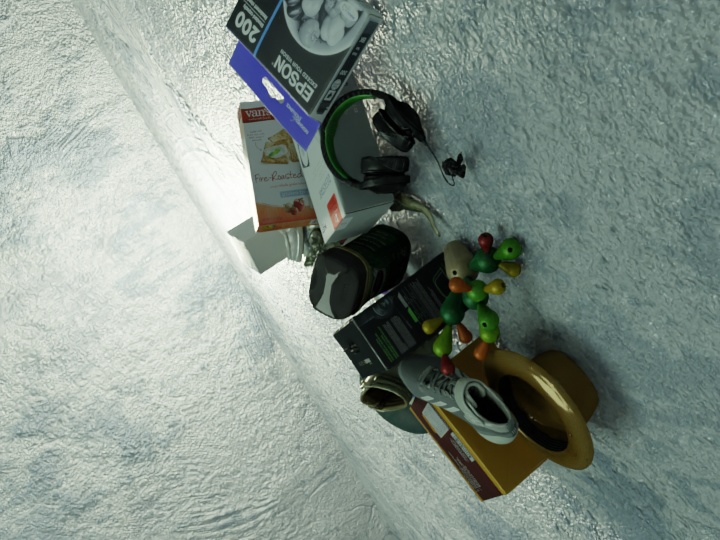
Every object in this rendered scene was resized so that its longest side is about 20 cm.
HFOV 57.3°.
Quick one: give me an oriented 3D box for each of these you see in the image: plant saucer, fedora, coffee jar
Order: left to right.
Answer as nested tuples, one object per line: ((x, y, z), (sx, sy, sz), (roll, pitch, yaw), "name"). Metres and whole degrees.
((0.000, 0.000, 1.033), (0.085, 0.200, 0.105), (24, 116, 21), "coffee jar")
((0.092, 0.234, 1.326), (0.201, 0.200, 0.039), (49, 125, 22), "plant saucer")
((0.250, 0.166, 0.867), (0.201, 0.081, 0.201), (49, 162, 23), "fedora")

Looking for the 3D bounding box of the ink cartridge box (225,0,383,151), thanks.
((-0.089, -0.292, 0.842), (0.198, 0.043, 0.201), (49, 122, 22), "ink cartridge box")

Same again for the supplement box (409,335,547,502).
((0.196, 0.241, 1.051), (0.198, 0.132, 0.200), (51, 166, 17), "supplement box")

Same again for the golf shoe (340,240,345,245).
((-0.020, -0.016, 1.301), (0.200, 0.077, 0.089), (32, 144, 53), "golf shoe")

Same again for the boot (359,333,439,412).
((0.034, 0.166, 1.144), (0.198, 0.155, 0.073), (0, 130, 41), "boot")

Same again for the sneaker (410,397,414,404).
((0.096, 0.150, 1.296), (0.201, 0.076, 0.112), (-105, 33, -47), "sneaker")

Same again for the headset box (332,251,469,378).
((0.061, 0.077, 1.027), (0.093, 0.199, 0.174), (54, 164, 4), "headset box")

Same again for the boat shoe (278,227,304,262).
((-0.142, -0.106, 1.167), (0.071, 0.068, 0.202), (-130, 31, -62), "boat shoe")

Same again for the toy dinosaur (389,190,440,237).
((0.047, -0.116, 0.985), (0.199, 0.047, 0.089), (31, 157, 50), "toy dinosaur")

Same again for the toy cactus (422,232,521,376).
((0.135, 0.022, 0.864), (0.166, 0.101, 0.202), (-104, 24, -51), "toy cactus")

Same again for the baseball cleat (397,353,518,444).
((0.129, 0.158, 0.902), (0.199, 0.070, 0.107), (27, 159, 30), "baseball cleat")

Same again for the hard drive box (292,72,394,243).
((-0.032, -0.160, 0.960), (0.156, 0.076, 0.202), (135, 118, -71), "hard drive box")

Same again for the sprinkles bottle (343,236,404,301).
((0.045, 0.020, 1.194), (0.201, 0.068, 0.068), (60, 163, -13), "sprinkles bottle")

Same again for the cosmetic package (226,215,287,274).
((-0.156, -0.086, 1.329), (0.113, 0.199, 0.082), (27, 147, 58), "cosmetic package")

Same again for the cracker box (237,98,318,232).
((-0.117, -0.172, 1.062), (0.058, 0.132, 0.203), (148, 112, -73), "cracker box")

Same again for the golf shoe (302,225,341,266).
((-0.080, -0.074, 1.237), (0.200, 0.077, 0.098), (115, 135, -68), "golf shoe")

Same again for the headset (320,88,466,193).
((0.036, -0.151, 0.815), (0.198, 0.125, 0.094), (22, -166, 18), "headset")
